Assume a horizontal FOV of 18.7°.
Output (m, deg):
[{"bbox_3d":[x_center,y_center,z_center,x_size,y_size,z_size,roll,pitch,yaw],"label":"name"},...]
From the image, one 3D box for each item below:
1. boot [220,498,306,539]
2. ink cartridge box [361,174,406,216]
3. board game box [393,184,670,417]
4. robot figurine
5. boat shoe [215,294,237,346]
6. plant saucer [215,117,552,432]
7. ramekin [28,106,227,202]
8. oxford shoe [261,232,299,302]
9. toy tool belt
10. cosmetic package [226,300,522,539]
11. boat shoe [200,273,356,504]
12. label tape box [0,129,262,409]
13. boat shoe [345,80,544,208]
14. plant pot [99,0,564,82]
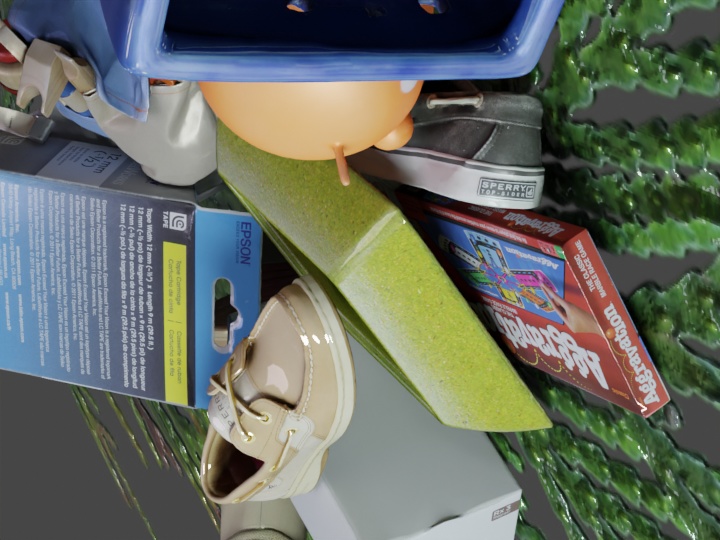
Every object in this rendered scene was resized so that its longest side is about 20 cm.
[{"bbox_3d":[-0.068,0.175,1.598,0.200,0.073,0.156,97,173,-69],"label":"boot"},{"bbox_3d":[0.001,-0.109,1.292,0.200,0.057,0.163,34,145,27],"label":"ink cartridge box"},{"bbox_3d":[0.086,0.010,1.148,0.103,0.019,0.200,60,165,-20],"label":"board game box"},{"bbox_3d":[-0.020,-0.134,1.070,0.144,0.117,0.200,104,174,-46],"label":"robot figurine"},{"bbox_3d":[-0.085,0.052,1.641,0.065,0.071,0.200,65,170,-4],"label":"boat shoe"},{"bbox_3d":[0.000,0.000,1.225,0.200,0.048,0.200,43,173,49],"label":"plant saucer"},{"bbox_3d":[-0.147,-0.083,1.479,0.098,0.200,0.200,62,162,-2],"label":"ramekin"},{"bbox_3d":[-0.032,0.046,1.514,0.075,0.070,0.200,-77,-28,-66],"label":"oxford shoe"},{"bbox_3d":[-0.160,-0.138,1.311,0.200,0.125,0.123,18,160,27],"label":"toy tool belt"},{"bbox_3d":[0.005,0.103,1.364,0.081,0.113,0.200,96,151,-51],"label":"cosmetic package"},{"bbox_3d":[-0.053,0.078,1.237,0.074,0.069,0.200,60,155,29],"label":"boat shoe"},{"bbox_3d":[-0.147,0.001,1.372,0.066,0.200,0.143,-57,-28,-59],"label":"label tape box"},{"bbox_3d":[0.043,-0.076,1.151,0.200,0.071,0.064,20,104,63],"label":"boat shoe"},{"bbox_3d":[-0.014,-0.209,0.915,0.180,0.200,0.200,62,143,41],"label":"plant pot"}]
